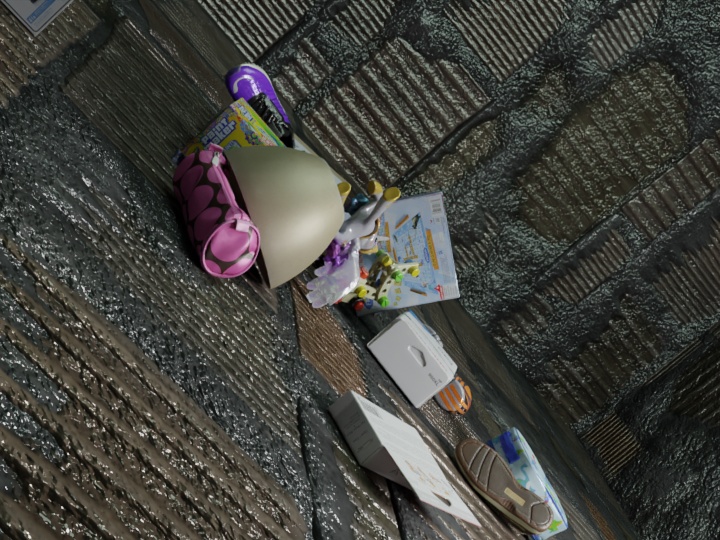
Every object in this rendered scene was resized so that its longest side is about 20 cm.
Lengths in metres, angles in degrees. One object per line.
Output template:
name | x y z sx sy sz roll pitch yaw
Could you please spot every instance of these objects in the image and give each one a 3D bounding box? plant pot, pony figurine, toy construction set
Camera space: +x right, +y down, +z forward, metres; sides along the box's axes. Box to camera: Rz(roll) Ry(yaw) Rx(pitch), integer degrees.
plant pot | -0.099 -0.091 1.436 0.200 0.133 0.203 161 -90 -81
pony figurine | -0.029 -0.057 1.646 0.168 0.191 0.201 59 -18 23
toy construction set | 0.000 0.000 1.805 0.199 0.131 0.092 29 22 -35

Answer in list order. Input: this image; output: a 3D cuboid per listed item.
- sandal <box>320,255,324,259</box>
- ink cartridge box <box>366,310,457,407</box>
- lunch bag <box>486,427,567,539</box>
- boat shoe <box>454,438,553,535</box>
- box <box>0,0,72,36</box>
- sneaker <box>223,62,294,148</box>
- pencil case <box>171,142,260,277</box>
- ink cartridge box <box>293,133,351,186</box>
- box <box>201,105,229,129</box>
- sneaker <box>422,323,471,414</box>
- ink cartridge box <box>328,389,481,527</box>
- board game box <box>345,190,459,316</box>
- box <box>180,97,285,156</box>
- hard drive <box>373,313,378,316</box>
sandal | -0.092 -0.059 1.958 0.200 0.048 0.075 43 2 44
ink cartridge box | 0.096 0.156 1.848 0.145 0.084 0.200 50 7 5
lunch bag | 0.298 0.386 1.860 0.162 0.082 0.200 61 5 -15
boat shoe | 0.231 0.374 1.729 0.202 0.075 0.075 45 -29 13
box | -0.452 -0.421 1.321 0.200 0.116 0.060 49 10 -22
sneaker | -0.162 -0.269 1.754 0.200 0.069 0.100 51 11 -53
pencil case | -0.186 -0.080 1.312 0.090 0.094 0.201 26 21 -37
ink cartridge box | -0.130 -0.172 1.874 0.165 0.075 0.200 42 22 12
box | -0.243 -0.272 1.977 0.082 0.068 0.200 49 7 -6
sneaker | 0.158 0.206 2.055 0.202 0.077 0.112 66 10 25
ink cartridge box | 0.058 0.256 1.312 0.177 0.045 0.200 55 9 35
board game box | 0.071 -0.032 1.901 0.041 0.197 0.203 -90 170 -81
box | -0.178 -0.159 1.631 0.193 0.122 0.200 48 8 -11
hard drive | -0.017 -0.015 2.026 0.201 0.038 0.140 53 -11 17
